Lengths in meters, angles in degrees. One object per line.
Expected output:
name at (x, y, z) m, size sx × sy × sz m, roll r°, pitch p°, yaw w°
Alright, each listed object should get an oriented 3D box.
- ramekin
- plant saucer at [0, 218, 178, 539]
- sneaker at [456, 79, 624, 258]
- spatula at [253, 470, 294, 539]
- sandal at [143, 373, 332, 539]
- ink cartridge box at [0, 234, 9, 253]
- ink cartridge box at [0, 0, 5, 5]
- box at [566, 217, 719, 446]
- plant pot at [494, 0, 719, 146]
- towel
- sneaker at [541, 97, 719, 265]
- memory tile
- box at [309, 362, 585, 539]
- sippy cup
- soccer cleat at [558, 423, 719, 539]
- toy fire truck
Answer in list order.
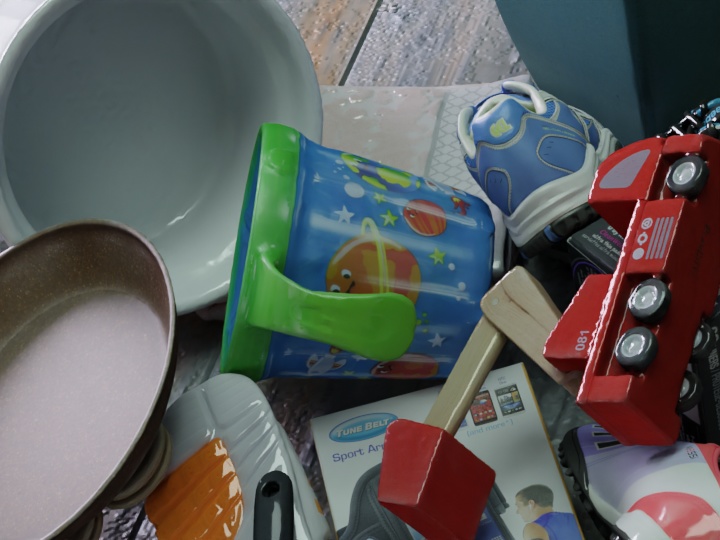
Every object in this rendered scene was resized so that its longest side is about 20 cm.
ramekin at (-0.130, -0.081, 1.354) m, size 0.199 × 0.202 × 0.098 m, roll -29°, pitch 23°, yaw -18°
plant saucer at (-0.163, 0.069, 1.232) m, size 0.199 × 0.037 × 0.202 m, roll -22°, pitch 49°, yaw 27°
sneaker at (0.095, -0.069, 1.295) m, size 0.075 × 0.077 × 0.200 m, roll -33°, pitch 8°, yaw 6°
spatula at (-0.039, 0.186, 1.131) m, size 0.056 × 0.021 × 0.202 m, roll -10°, pitch 62°, yaw 17°
sandal at (-0.048, 0.150, 1.199) m, size 0.079 × 0.059 × 0.208 m, roll -28°, pitch 59°, yaw 8°
ink cartridge box at (-0.264, -0.044, 1.500) m, size 0.198 × 0.048 × 0.161 m, roll -6°, pitch 39°, yaw 6°
ink cartridge box at (-0.171, -0.121, 1.469) m, size 0.199 × 0.085 × 0.146 m, roll -24°, pitch 41°, yaw -19°
box at (0.220, 0.005, 1.235) m, size 0.199 × 0.123 × 0.106 m, roll -30°, pitch 41°, yaw -18°
plant pot at (0.161, -0.173, 1.406) m, size 0.141 × 0.201 × 0.141 m, roll -34°, pitch 42°, yaw -25°
towel at (0.007, -0.048, 1.437) m, size 0.189 × 0.032 × 0.201 m, roll -3°, pitch 39°, yaw 14°
sneaker at (0.182, -0.060, 1.358) m, size 0.198 × 0.082 × 0.074 m, roll -13°, pitch 41°, yaw 3°
memory tile at (-0.184, 0.100, 1.269) m, size 0.153 × 0.017 × 0.200 m, roll -48°, pitch 40°, yaw 1°
box at (0.045, 0.121, 1.213) m, size 0.118 × 0.042 × 0.201 m, roll -15°, pitch 41°, yaw -1°
sippy cup at (0.000, 0.000, 1.268) m, size 0.129 × 0.140 × 0.179 m, roll 9°, pitch 51°, yaw -7°
soccer cleat at (0.146, 0.107, 1.133) m, size 0.073 × 0.068 × 0.200 m, roll -33°, pitch 12°, yaw 0°
toy fire truck at (0.096, 0.031, 1.143) m, size 0.140 × 0.049 × 0.201 m, roll -3°, pitch 59°, yaw 42°
